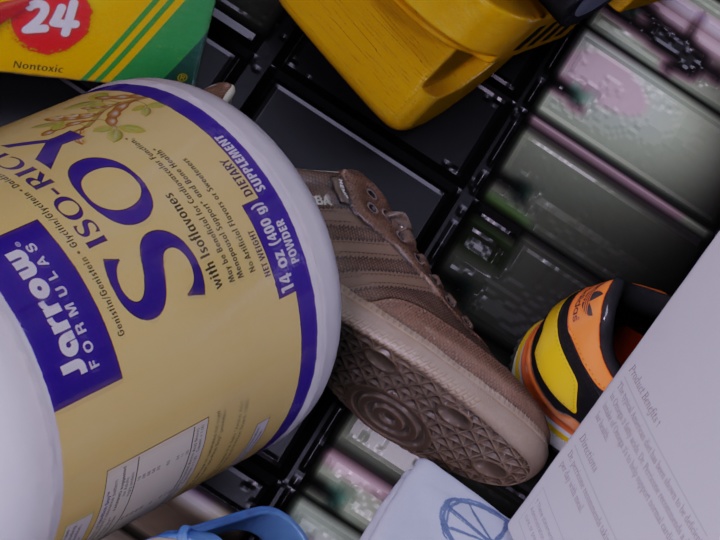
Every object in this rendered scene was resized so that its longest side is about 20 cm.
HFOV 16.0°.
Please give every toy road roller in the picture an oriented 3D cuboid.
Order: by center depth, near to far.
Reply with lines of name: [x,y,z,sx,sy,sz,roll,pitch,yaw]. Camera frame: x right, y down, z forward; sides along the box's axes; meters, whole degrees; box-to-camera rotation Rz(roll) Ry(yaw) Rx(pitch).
toy road roller: [0.054,-0.140,1.044,0.123,0.146,0.200,51,27,7]

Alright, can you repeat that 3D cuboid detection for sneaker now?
sneaker: [0.000,0.000,0.982,0.200,0.070,0.076,36,62,-1]
sneaker: [0.159,0.064,0.992,0.200,0.090,0.070,25,64,-6]

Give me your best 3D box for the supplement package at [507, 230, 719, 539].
supplement package: [0.163,0.066,0.896,0.117,0.200,0.117,25,22,-23]

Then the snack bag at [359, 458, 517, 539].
snack bag: [0.078,0.154,0.891,0.200,0.021,0.189,34,19,2]

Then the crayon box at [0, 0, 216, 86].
crayon box: [-0.105,-0.166,0.944,0.127,0.200,0.051,4,35,-17]

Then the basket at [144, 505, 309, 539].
basket: [-0.061,0.170,0.869,0.200,0.139,0.176,-3,65,-48]

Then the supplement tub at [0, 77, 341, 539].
supplement tub: [-0.120,0.027,0.866,0.200,0.145,0.145,-27,78,-44]
